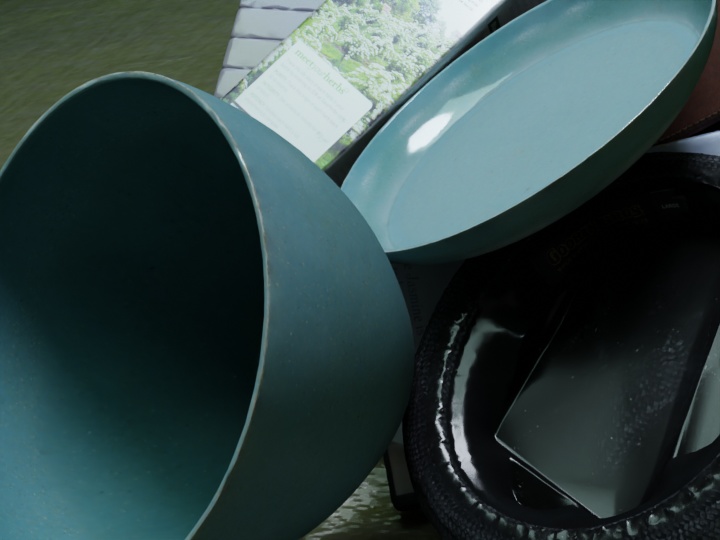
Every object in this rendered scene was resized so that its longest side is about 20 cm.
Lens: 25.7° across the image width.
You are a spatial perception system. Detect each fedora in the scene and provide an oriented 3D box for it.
[{"bbox_3d":[0.118,0.052,0.656,0.200,0.092,0.201,-16,53,23],"label":"fedora"}]

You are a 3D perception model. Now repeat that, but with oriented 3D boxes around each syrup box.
[{"bbox_3d":[0.017,-0.106,0.846,0.200,0.081,0.079,-44,63,-6],"label":"syrup box"}]

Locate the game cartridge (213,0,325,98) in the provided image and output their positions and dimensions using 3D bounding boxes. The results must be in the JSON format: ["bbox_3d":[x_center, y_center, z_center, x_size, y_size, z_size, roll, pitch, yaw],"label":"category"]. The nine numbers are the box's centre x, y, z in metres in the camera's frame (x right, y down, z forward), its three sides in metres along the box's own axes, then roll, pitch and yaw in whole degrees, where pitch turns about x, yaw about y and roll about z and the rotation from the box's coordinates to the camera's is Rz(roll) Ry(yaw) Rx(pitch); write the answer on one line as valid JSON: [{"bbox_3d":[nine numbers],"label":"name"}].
[{"bbox_3d":[0.018,-0.120,0.915,0.199,0.038,0.130,7,73,18],"label":"game cartridge"}]

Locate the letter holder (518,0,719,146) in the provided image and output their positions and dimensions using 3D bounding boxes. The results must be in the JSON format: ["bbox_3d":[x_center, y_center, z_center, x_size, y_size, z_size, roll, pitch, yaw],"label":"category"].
[{"bbox_3d":[0.189,-0.091,0.780,0.100,0.143,0.200,-12,-13,-47],"label":"letter holder"}]

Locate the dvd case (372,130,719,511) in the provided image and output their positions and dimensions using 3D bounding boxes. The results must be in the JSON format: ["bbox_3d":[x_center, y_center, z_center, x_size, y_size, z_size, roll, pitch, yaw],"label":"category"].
[{"bbox_3d":[0.098,0.023,0.738,0.199,0.143,0.018,-13,-15,9],"label":"dvd case"}]

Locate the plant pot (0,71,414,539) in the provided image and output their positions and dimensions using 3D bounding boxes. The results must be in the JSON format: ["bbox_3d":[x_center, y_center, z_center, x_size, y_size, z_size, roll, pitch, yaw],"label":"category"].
[{"bbox_3d":[-0.056,0.032,0.640,0.134,0.201,0.200,11,-1,-45],"label":"plant pot"}]

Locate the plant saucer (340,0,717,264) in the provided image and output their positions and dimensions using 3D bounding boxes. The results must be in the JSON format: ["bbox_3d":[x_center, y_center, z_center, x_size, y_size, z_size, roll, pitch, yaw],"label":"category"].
[{"bbox_3d":[0.076,-0.067,0.711,0.200,0.027,0.200,-33,23,15],"label":"plant saucer"}]

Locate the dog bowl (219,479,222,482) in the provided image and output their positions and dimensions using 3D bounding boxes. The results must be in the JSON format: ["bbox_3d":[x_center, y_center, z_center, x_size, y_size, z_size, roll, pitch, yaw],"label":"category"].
[{"bbox_3d":[-0.139,0.158,0.683,0.199,0.059,0.200,-13,25,6],"label":"dog bowl"}]
